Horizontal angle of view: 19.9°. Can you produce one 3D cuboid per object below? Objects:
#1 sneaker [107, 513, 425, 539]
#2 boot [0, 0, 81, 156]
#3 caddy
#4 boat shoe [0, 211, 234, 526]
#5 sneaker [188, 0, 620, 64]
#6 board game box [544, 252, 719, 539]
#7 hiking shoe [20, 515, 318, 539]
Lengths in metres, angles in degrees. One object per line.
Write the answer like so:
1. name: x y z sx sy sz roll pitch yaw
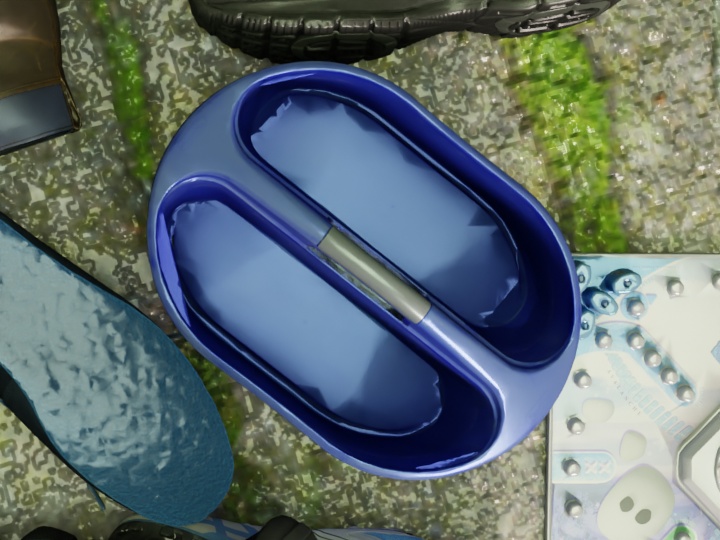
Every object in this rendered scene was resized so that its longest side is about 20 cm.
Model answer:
1. sneaker: -0.016 0.144 0.927 0.199 0.073 0.072 12 120 4
2. boot: -0.218 -0.071 0.877 0.199 0.075 0.097 -24 93 -7
3. caddy: 0.000 0.000 0.891 0.200 0.105 0.142 38 87 -7
4. boat shoe: -0.132 0.028 0.899 0.084 0.069 0.200 -42 98 -12
5. sneaker: 0.019 -0.143 0.912 0.199 0.076 0.091 -10 85 -13
6. board game box: 0.187 0.093 0.961 0.199 0.026 0.201 0 93 -7
7. hiking shoe: -0.106 0.148 0.872 0.200 0.076 0.101 -38 92 27
